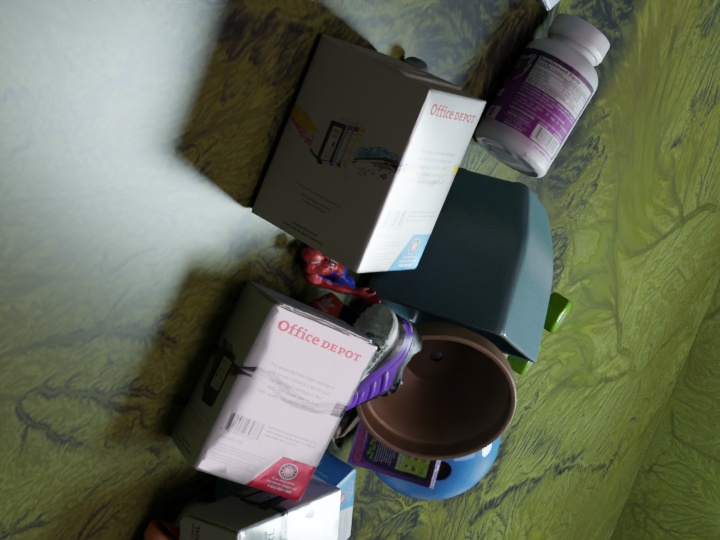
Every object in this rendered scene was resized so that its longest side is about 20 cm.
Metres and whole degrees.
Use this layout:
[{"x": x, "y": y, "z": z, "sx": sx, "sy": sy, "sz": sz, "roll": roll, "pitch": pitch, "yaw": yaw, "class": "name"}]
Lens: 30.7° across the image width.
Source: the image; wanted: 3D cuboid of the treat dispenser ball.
[{"x": 0.097, "y": 0.217, "z": 1.819, "sx": 0.201, "sy": 0.200, "sz": 0.202, "roll": -43, "pitch": 150, "yaw": -33, "class": "treat dispenser ball"}]

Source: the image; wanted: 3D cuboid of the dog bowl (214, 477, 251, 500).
[{"x": -0.104, "y": 0.214, "z": 1.614, "sx": 0.201, "sy": 0.049, "sz": 0.111, "roll": -62, "pitch": 155, "yaw": 2, "class": "dog bowl"}]

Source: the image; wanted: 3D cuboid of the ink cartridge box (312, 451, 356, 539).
[{"x": -0.100, "y": 0.346, "z": 1.720, "sx": 0.200, "sy": 0.084, "sz": 0.146, "roll": -40, "pitch": 147, "yaw": -40, "class": "ink cartridge box"}]

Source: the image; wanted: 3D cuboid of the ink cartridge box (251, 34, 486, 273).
[{"x": 0.010, "y": -0.120, "z": 1.367, "sx": 0.147, "sy": 0.144, "sz": 0.202, "roll": -2, "pitch": 118, "yaw": -62, "class": "ink cartridge box"}]

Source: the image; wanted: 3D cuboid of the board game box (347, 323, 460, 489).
[{"x": 0.066, "y": 0.172, "z": 1.717, "sx": 0.032, "sy": 0.119, "sz": 0.202, "roll": 42, "pitch": 64, "yaw": -72, "class": "board game box"}]

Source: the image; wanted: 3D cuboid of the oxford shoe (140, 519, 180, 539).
[{"x": -0.207, "y": 0.348, "z": 1.547, "sx": 0.073, "sy": 0.071, "sz": 0.200, "roll": -55, "pitch": 145, "yaw": -2, "class": "oxford shoe"}]

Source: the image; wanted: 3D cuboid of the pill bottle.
[{"x": 0.245, "y": -0.234, "z": 1.737, "sx": 0.201, "sy": 0.112, "sz": 0.112, "roll": -58, "pitch": 155, "yaw": -5, "class": "pill bottle"}]

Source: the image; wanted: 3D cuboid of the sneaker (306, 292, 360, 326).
[{"x": -0.026, "y": 0.094, "z": 1.594, "sx": 0.084, "sy": 0.075, "sz": 0.200, "roll": -41, "pitch": 152, "yaw": -8, "class": "sneaker"}]

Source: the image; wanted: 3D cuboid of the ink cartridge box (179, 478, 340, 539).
[{"x": -0.115, "y": 0.334, "z": 1.511, "sx": 0.199, "sy": 0.083, "sz": 0.147, "roll": -11, "pitch": 108, "yaw": -55, "class": "ink cartridge box"}]

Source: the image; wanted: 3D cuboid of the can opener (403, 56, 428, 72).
[{"x": 0.065, "y": -0.151, "z": 1.533, "sx": 0.053, "sy": 0.067, "sz": 0.201, "roll": -42, "pitch": 150, "yaw": -35, "class": "can opener"}]

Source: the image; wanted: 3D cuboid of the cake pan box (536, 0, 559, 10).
[{"x": 0.256, "y": -0.429, "z": 1.571, "sx": 0.184, "sy": 0.052, "sz": 0.200, "roll": -47, "pitch": 155, "yaw": 4, "class": "cake pan box"}]

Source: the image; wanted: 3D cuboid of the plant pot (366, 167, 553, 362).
[{"x": 0.150, "y": -0.018, "z": 1.705, "sx": 0.196, "sy": 0.195, "sz": 0.202, "roll": 33, "pitch": 74, "yaw": -65, "class": "plant pot"}]

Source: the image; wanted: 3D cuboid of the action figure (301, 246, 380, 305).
[{"x": 0.000, "y": 0.000, "z": 1.532, "sx": 0.200, "sy": 0.098, "sz": 0.066, "roll": 22, "pitch": 76, "yaw": -63, "class": "action figure"}]

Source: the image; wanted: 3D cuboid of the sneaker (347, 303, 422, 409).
[{"x": -0.002, "y": 0.132, "z": 1.529, "sx": 0.200, "sy": 0.070, "sz": 0.099, "roll": -45, "pitch": 140, "yaw": 18, "class": "sneaker"}]

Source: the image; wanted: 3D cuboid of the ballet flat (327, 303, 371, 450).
[{"x": -0.006, "y": 0.142, "z": 1.710, "sx": 0.202, "sy": 0.063, "sz": 0.067, "roll": -65, "pitch": 160, "yaw": 9, "class": "ballet flat"}]

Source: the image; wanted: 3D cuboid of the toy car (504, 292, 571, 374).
[{"x": 0.203, "y": 0.087, "z": 1.954, "sx": 0.158, "sy": 0.164, "sz": 0.200, "roll": -51, "pitch": 163, "yaw": -20, "class": "toy car"}]

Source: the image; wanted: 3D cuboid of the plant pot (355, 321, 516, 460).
[{"x": 0.095, "y": 0.133, "z": 1.633, "sx": 0.093, "sy": 0.199, "sz": 0.202, "roll": -81, "pitch": -179, "yaw": -55, "class": "plant pot"}]

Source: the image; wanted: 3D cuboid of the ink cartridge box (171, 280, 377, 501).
[{"x": -0.094, "y": 0.132, "z": 1.435, "sx": 0.144, "sy": 0.083, "sz": 0.201, "roll": 24, "pitch": 96, "yaw": -31, "class": "ink cartridge box"}]
